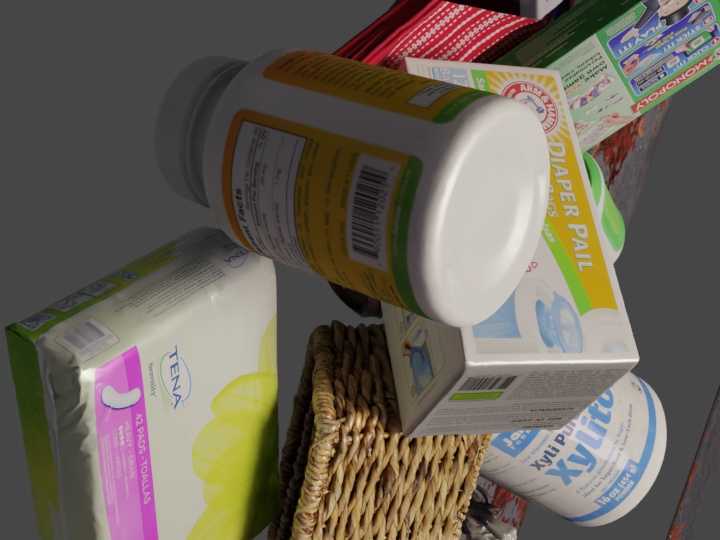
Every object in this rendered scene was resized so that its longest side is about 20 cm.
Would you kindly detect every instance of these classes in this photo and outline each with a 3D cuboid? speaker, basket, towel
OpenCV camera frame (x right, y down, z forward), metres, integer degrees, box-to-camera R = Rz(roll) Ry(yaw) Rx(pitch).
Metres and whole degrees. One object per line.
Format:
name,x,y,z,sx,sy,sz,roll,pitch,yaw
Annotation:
speaker,0.187,-0.051,1.035,0.090,0.087,0.200,-68,158,-4
basket,-0.022,0.140,0.766,0.147,0.142,0.203,-5,120,-36
towel,0.060,-0.138,0.753,0.144,0.023,0.200,-35,163,11

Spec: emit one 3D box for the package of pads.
package of pads,-0.111,0.092,0.653,0.154,0.067,0.203,-34,135,-46

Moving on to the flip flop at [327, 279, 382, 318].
flip flop,0.000,0.000,0.785,0.058,0.081,0.199,-55,146,9

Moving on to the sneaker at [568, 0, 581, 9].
sneaker,0.206,-0.201,0.904,0.081,0.087,0.203,18,91,-59

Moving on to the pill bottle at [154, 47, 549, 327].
pill bottle,-0.011,-0.053,0.599,0.110,0.198,0.113,-29,128,-44

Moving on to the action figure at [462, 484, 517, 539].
action figure,0.086,0.223,1.019,0.119,0.101,0.203,48,64,-80

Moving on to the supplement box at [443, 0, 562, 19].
supplement box,0.015,-0.200,0.564,0.061,0.198,0.110,-42,140,-39

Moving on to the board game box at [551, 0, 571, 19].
board game box,0.173,-0.213,0.976,0.134,0.044,0.203,18,91,-60

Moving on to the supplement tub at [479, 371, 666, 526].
supplement tub,0.130,0.105,0.893,0.198,0.131,0.134,30,80,-30

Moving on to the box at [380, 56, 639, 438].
box,0.074,-0.015,0.692,0.110,0.203,0.102,0,151,-20

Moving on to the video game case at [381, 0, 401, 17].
video game case,0.079,-0.180,0.785,0.143,0.019,0.199,-44,166,34

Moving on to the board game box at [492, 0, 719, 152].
board game box,0.159,-0.134,0.804,0.198,0.029,0.134,-33,153,14
